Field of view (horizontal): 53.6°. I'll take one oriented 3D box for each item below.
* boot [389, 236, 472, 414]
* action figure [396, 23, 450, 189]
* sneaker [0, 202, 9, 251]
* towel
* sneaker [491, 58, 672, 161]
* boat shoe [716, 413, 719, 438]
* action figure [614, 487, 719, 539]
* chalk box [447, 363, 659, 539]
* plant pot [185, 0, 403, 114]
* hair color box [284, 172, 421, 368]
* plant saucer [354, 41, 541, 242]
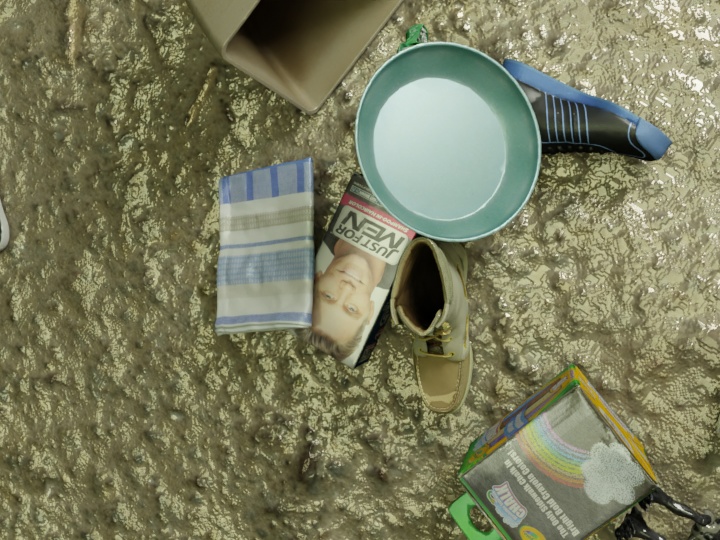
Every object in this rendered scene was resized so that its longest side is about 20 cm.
[{"bbox_3d":[0.076,0.064,0.757,0.071,0.155,0.203,1,92,16],"label":"boot"},{"bbox_3d":[0.074,-0.178,0.786,0.054,0.118,0.203,-16,77,29],"label":"action figure"},{"bbox_3d":[-0.547,-0.120,0.953,0.072,0.112,0.202,-23,85,14],"label":"sneaker"},{"bbox_3d":[-0.116,-0.026,0.843,0.145,0.024,0.203,-5,80,33],"label":"towel"},{"bbox_3d":[0.222,-0.150,0.759,0.199,0.070,0.079,31,102,20],"label":"sneaker"},{"bbox_3d":[0.408,0.087,0.708,0.061,0.072,0.203,12,98,13],"label":"boat shoe"},{"bbox_3d":[0.361,0.285,0.707,0.198,0.102,0.120,22,115,7],"label":"action figure"},{"bbox_3d":[0.186,0.215,0.749,0.200,0.124,0.125,-41,82,14],"label":"chalk box"},{"bbox_3d":[-0.091,-0.328,0.785,0.177,0.199,0.200,45,102,22],"label":"plant pot"},{"bbox_3d":[0.000,0.000,0.827,0.099,0.060,0.202,27,99,14],"label":"hair color box"},{"bbox_3d":[0.085,-0.126,0.720,0.197,0.036,0.203,2,83,-15],"label":"plant saucer"}]
